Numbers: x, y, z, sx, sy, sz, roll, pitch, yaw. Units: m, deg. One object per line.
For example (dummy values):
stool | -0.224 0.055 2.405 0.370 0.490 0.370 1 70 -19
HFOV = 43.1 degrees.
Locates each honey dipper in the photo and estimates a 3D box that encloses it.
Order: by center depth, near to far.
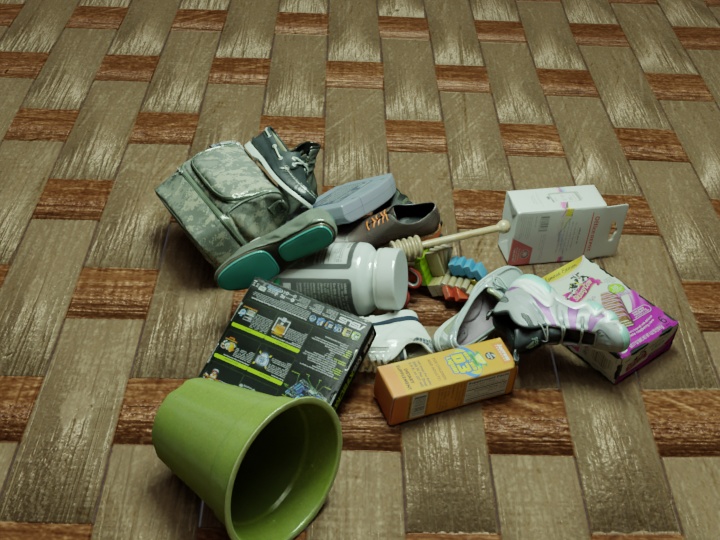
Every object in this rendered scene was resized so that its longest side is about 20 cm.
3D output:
honey dipper | 0.146 -0.050 1.459 0.200 0.038 0.038 -13 43 -11

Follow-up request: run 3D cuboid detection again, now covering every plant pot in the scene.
plant pot | -0.158 0.223 1.151 0.190 0.200 0.200 18 41 37

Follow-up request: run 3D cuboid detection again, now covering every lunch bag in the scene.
lunch bag | -0.223 -0.113 1.517 0.168 0.139 0.200 -39 47 -5

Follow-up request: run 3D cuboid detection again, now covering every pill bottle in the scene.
pill bottle | -0.034 0.013 1.411 0.200 0.113 0.113 1 39 16

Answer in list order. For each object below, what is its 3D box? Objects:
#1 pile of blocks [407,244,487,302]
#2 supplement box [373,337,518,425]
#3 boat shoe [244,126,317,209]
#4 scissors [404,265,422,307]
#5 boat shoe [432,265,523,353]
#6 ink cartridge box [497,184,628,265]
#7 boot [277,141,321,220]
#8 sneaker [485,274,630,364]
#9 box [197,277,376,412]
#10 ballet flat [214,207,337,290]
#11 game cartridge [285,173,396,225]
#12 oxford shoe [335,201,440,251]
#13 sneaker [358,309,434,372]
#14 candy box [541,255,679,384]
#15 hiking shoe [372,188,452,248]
pile of blocks | 0.141 0.012 1.474 0.200 0.082 0.062 17 42 15
supplement box | 0.123 0.158 1.315 0.200 0.069 0.067 -11 45 -20
boat shoe | -0.123 -0.173 1.500 0.060 0.076 0.200 -45 55 3
scissors | 0.000 0.000 1.476 0.200 0.073 0.014 22 10 8
boat shoe | 0.193 0.062 1.401 0.202 0.065 0.074 -39 92 -27
ink cartridge box | 0.347 -0.079 1.568 0.200 0.117 0.068 -4 41 -10
boot | -0.138 -0.141 1.599 0.068 0.131 0.200 21 44 21
sneaker | 0.274 0.095 1.321 0.200 0.078 0.140 25 51 35
box | -0.107 0.128 1.296 0.200 0.048 0.193 20 71 19
ballet flat | -0.127 -0.032 1.367 0.200 0.067 0.064 -26 36 7
game cartridge | -0.023 -0.114 1.531 0.133 0.042 0.200 -5 18 29
oxford shoe | 0.030 -0.073 1.466 0.200 0.073 0.071 -13 53 -6
sneaker | 0.011 0.118 1.354 0.200 0.076 0.081 -15 53 -18
candy box | 0.374 0.072 1.434 0.136 0.061 0.200 -26 48 -29
hiking shoe | 0.089 -0.083 1.605 0.101 0.076 0.200 11 31 -26
